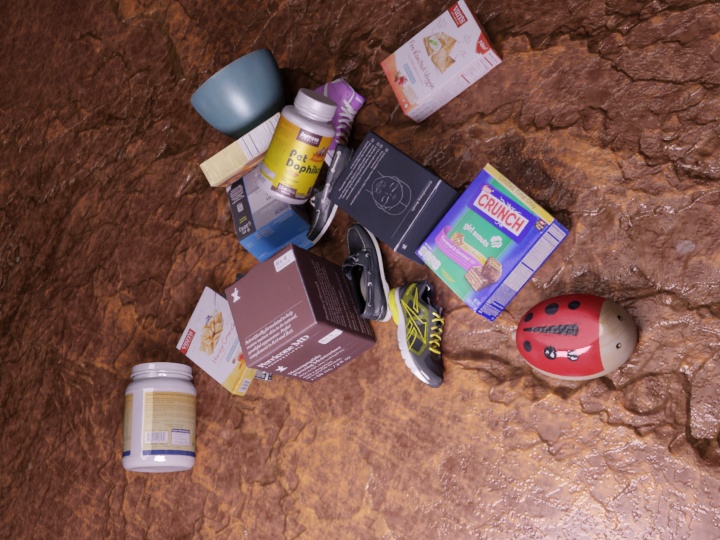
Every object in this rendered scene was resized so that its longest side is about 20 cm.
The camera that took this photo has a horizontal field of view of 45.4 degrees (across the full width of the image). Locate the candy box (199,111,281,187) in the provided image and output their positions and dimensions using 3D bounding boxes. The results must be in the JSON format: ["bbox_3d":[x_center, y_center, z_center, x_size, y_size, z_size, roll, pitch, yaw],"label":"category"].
[{"bbox_3d":[-0.217,-0.243,1.753,0.199,0.115,0.056,-32,88,13],"label":"candy box"}]

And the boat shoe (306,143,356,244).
[{"bbox_3d":[-0.063,-0.148,1.651,0.202,0.060,0.076,-62,12,12],"label":"boat shoe"}]

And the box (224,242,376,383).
[{"bbox_3d":[-0.107,0.083,1.552,0.165,0.199,0.166,-33,61,22],"label":"box"}]

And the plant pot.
[{"bbox_3d":[-0.235,-0.348,1.794,0.199,0.200,0.136,-32,94,22],"label":"plant pot"}]

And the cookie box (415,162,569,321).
[{"bbox_3d":[0.219,-0.048,1.449,0.201,0.075,0.171,-51,54,10],"label":"cookie box"}]

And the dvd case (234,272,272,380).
[{"bbox_3d":[-0.215,0.110,1.726,0.145,0.022,0.203,6,80,35],"label":"dvd case"}]

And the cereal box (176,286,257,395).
[{"bbox_3d":[-0.271,0.139,1.718,0.199,0.039,0.145,29,93,36],"label":"cereal box"}]

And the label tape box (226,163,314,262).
[{"bbox_3d":[-0.185,-0.112,1.746,0.142,0.066,0.202,-29,60,24],"label":"label tape box"}]

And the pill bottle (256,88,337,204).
[{"bbox_3d":[-0.116,-0.235,1.625,0.109,0.109,0.202,39,115,35],"label":"pill bottle"}]

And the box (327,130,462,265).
[{"bbox_3d":[0.065,-0.132,1.558,0.200,0.107,0.149,40,99,36],"label":"box"}]

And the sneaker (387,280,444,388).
[{"bbox_3d":[0.109,0.102,1.478,0.084,0.074,0.202,-31,61,22],"label":"sneaker"}]

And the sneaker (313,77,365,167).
[{"bbox_3d":[-0.038,-0.295,1.700,0.113,0.073,0.203,-24,65,20],"label":"sneaker"}]

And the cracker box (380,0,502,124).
[{"bbox_3d":[0.148,-0.390,1.610,0.199,0.058,0.135,-34,60,20],"label":"cracker box"}]

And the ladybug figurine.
[{"bbox_3d":[0.324,0.100,1.335,0.198,0.072,0.138,-7,72,32],"label":"ladybug figurine"}]

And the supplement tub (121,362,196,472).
[{"bbox_3d":[-0.400,0.295,1.720,0.143,0.144,0.203,-13,69,30],"label":"supplement tub"}]

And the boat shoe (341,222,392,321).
[{"bbox_3d":[-0.001,0.001,1.575,0.074,0.065,0.202,-42,57,54],"label":"boat shoe"}]
